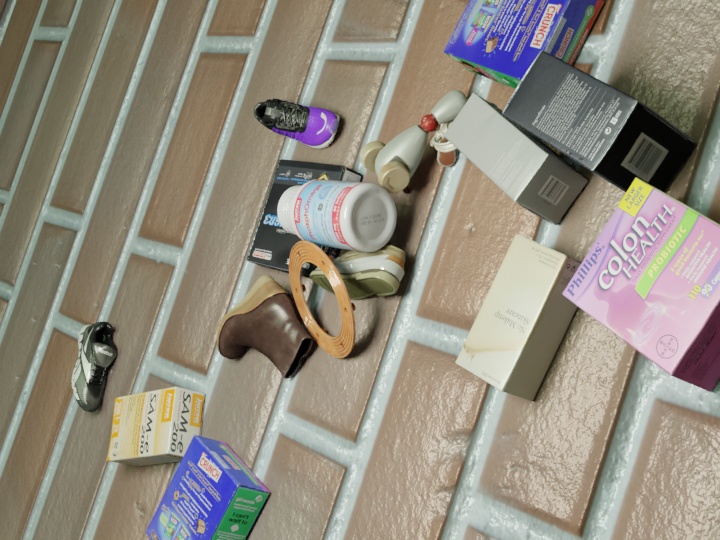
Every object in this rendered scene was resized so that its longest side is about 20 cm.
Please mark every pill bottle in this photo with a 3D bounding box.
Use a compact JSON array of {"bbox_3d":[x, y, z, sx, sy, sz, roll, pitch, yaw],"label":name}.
[{"bbox_3d":[-0.044,-0.091,1.755,0.200,0.109,0.109,9,80,50],"label":"pill bottle"}]

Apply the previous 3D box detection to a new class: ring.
[{"bbox_3d":[-0.059,0.045,1.766,0.200,0.019,0.201,43,145,41],"label":"ring"}]

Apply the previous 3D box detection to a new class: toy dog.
[{"bbox_3d":[0.100,-0.190,1.739,0.199,0.096,0.132,-24,49,23],"label":"toy dog"}]

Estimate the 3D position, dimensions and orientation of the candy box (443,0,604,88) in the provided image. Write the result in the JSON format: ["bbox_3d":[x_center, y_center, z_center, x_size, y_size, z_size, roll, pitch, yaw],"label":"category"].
[{"bbox_3d":[0.244,-0.367,1.650,0.200,0.077,0.170,34,98,49],"label":"candy box"}]

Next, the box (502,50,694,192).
[{"bbox_3d":[0.312,-0.189,1.448,0.105,0.148,0.200,-58,43,11],"label":"box"}]

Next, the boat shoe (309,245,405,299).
[{"bbox_3d":[0.000,0.000,1.767,0.200,0.075,0.069,1,57,48],"label":"boat shoe"}]

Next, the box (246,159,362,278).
[{"bbox_3d":[-0.101,-0.091,1.924,0.200,0.050,0.199,13,83,49],"label":"box"}]

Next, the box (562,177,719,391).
[{"bbox_3d":[0.380,0.014,1.330,0.176,0.096,0.200,-59,41,11],"label":"box"}]

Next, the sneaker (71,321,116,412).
[{"bbox_3d":[-0.549,0.192,2.266,0.090,0.066,0.201,-28,53,39],"label":"sneaker"}]

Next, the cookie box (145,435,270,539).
[{"bbox_3d":[-0.263,0.413,1.862,0.171,0.075,0.201,36,101,48],"label":"cookie box"}]

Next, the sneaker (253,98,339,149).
[{"bbox_3d":[-0.126,-0.273,1.984,0.200,0.099,0.070,16,88,49],"label":"sneaker"}]

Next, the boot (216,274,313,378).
[{"bbox_3d":[-0.170,0.126,1.889,0.200,0.072,0.167,-56,51,30],"label":"boot"}]

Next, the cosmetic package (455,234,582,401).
[{"bbox_3d":[0.224,0.064,1.494,0.103,0.073,0.201,27,93,48],"label":"cosmetic package"}]

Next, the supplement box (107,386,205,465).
[{"bbox_3d":[-0.384,0.294,2.042,0.200,0.073,0.127,-15,64,42],"label":"supplement box"}]

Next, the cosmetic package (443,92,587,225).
[{"bbox_3d":[0.220,-0.163,1.568,0.090,0.107,0.200,-56,41,13],"label":"cosmetic package"}]
